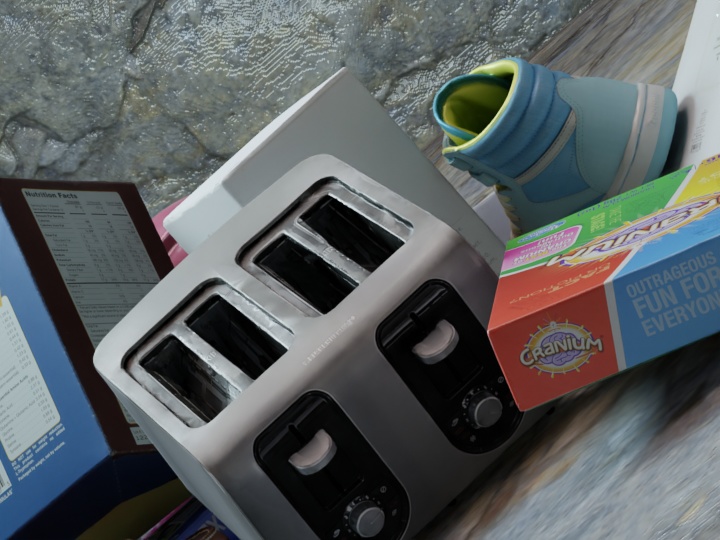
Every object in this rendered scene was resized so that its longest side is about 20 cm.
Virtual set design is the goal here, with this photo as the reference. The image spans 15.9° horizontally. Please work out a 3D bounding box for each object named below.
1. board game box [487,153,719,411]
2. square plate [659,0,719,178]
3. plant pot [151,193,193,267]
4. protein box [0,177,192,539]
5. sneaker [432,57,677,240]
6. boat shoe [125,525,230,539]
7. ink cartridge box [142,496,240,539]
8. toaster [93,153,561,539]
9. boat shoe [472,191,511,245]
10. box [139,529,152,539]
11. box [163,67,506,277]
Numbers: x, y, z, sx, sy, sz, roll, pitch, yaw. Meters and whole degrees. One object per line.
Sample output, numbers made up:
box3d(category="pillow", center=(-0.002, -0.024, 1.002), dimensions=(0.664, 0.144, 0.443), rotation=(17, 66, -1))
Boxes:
box3d(category="board game box", center=(0.139, -0.005, 1.192), dimensions=(0.153, 0.040, 0.200), rotation=(-23, 9, 9))
box3d(category="square plate", center=(0.210, -0.121, 1.414), dimensions=(0.200, 0.028, 0.198), rotation=(167, 120, -80))
box3d(category="plant pot", center=(-0.051, 0.045, 1.713), dimensions=(0.200, 0.200, 0.179), rotation=(-43, 20, -15))
box3d(category="protein box", center=(-0.210, 0.076, 1.639), dimensions=(0.199, 0.200, 0.135), rotation=(-39, -24, 31))
box3d(category="sneaker", center=(0.092, -0.056, 1.504), dimensions=(0.200, 0.130, 0.080), rotation=(116, 168, -52))
box3d(category="boat shoe", center=(-0.122, 0.185, 1.448), dimensions=(0.070, 0.070, 0.200), rotation=(-41, 3, 22))
box3d(category="ink cartridge box", center=(-0.113, 0.184, 1.663), dimensions=(0.119, 0.042, 0.200), rotation=(-44, 7, -24))
box3d(category="toaster", center=(-0.019, 0.050, 1.339), dimensions=(0.181, 0.119, 0.200), rotation=(-41, 33, -9))
box3d(category="boat shoe", center=(0.127, -0.039, 1.656), dimensions=(0.200, 0.074, 0.065), rotation=(-30, -22, -19))
box3d(category="box", center=(-0.158, 0.134, 1.832), dimensions=(0.200, 0.158, 0.048), rotation=(-42, 3, -17))
box3d(category="box", center=(0.000, 0.000, 1.536), dimensions=(0.106, 0.200, 0.152), rotation=(-43, 6, -18))
